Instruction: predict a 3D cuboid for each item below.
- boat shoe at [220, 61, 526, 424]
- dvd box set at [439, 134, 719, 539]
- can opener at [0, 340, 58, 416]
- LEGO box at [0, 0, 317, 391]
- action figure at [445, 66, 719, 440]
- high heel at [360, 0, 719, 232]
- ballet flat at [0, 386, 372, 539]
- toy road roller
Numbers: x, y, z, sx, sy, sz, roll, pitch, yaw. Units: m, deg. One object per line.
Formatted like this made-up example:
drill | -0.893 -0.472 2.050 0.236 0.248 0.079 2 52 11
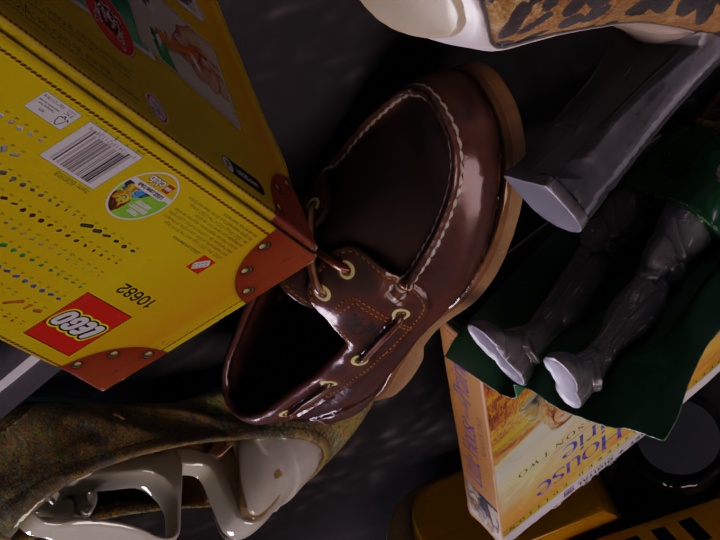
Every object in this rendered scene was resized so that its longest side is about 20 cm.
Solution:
boat shoe | 0.000 0.000 0.798 0.070 0.071 0.200 -12 149 -28
dvd box set | 0.102 0.030 0.920 0.146 0.029 0.200 -36 153 -14
can opener | -0.139 0.031 0.707 0.200 0.053 0.066 -38 170 -2
LEGO box | -0.109 -0.075 0.522 0.077 0.149 0.200 -31 149 14
action figure | 0.124 -0.034 0.790 0.200 0.118 0.055 -49 131 -18
high heel | 0.066 -0.125 0.687 0.143 0.071 0.200 -51 132 -14
ballet flat | -0.075 0.085 0.887 0.199 0.071 0.071 -2 144 -34
toy road roller | 0.121 0.164 1.070 0.199 0.146 0.123 -17 149 -11
